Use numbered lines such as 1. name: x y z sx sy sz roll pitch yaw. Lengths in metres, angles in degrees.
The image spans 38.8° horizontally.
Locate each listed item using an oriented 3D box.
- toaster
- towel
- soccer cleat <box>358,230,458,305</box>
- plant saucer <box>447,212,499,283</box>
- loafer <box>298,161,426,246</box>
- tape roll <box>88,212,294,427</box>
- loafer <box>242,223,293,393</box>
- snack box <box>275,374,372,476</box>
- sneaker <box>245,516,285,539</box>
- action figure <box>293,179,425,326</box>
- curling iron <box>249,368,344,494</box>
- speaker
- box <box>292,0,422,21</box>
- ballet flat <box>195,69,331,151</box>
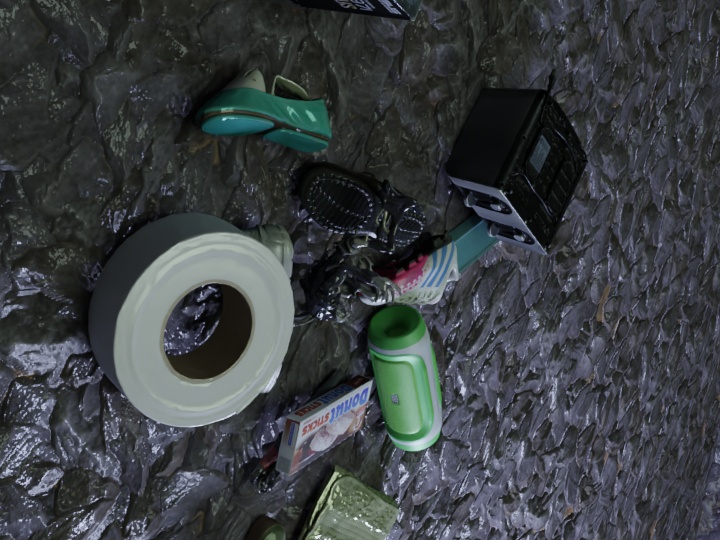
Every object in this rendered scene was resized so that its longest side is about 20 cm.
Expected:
1. toaster: 0.230 -0.154 1.472 0.181 0.117 0.203 43 68 -46
2. towel: -0.019 0.364 1.421 0.200 0.036 0.150 44 69 -52
3. soccer cleat: 0.075 0.017 1.373 0.199 0.069 0.088 -33 112 -45
4. plant saucer: 0.169 -0.045 1.532 0.199 0.019 0.071 -37 131 -42
5. loafer: -0.006 -0.085 1.244 0.198 0.072 0.073 23 116 -44
6. tape roll: -0.165 0.050 1.019 0.200 0.070 0.207 -15 116 -33
7. loafer: -0.118 0.044 1.142 0.068 0.070 0.204 -2 113 -18
8. snack box: -0.043 0.191 1.292 0.199 0.024 0.073 -20 125 -63
9. sneaker: -0.111 0.418 1.269 0.067 0.089 0.204 12 93 -54
10. action figure: 0.000 0.000 1.175 0.102 0.119 0.201 39 90 -14
11. curling iron: -0.079 0.197 1.284 0.201 0.025 0.050 -54 162 -33
12. speaker: 0.062 0.150 1.404 0.088 0.087 0.203 -41 134 -37
13. box: -0.041 -0.336 1.000 0.199 0.162 0.088 30 79 -55
14. ballet flat: -0.103 -0.173 1.078 0.198 0.066 0.072 3 77 -54
